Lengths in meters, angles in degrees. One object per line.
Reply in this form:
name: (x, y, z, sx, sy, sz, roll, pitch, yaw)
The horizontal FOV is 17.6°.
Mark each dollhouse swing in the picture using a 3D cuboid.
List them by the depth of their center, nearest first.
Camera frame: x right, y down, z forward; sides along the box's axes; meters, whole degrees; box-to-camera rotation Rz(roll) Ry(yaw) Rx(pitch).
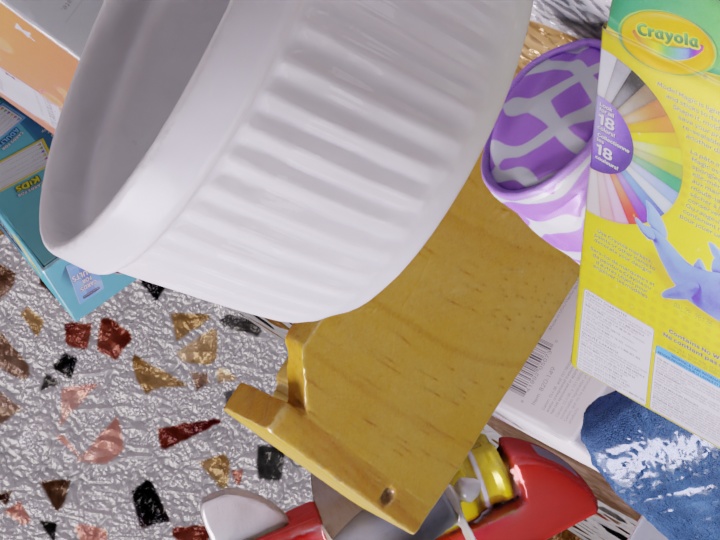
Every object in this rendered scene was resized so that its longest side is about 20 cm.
dollhouse swing: (0.000, 0.000, 1.192, 0.176, 0.200, 0.182, 26, 171, 45)

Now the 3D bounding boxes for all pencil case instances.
pencil case: (0.137, -0.014, 0.966, 0.200, 0.084, 0.085, 39, 168, -30)

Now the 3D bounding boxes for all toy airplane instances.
toy airplane: (0.007, 0.123, 1.305, 0.200, 0.142, 0.199, 11, -161, 36)

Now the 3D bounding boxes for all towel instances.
towel: (0.194, 0.060, 0.937, 0.200, 0.049, 0.112, -26, 129, 36)

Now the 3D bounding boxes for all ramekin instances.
ramekin: (-0.023, -0.078, 0.824, 0.105, 0.201, 0.200, 24, 176, -19)

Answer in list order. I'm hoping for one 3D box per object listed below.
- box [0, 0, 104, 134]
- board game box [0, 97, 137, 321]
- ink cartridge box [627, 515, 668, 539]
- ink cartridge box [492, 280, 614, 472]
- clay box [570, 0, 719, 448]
box: (-0.118, -0.126, 1.125, 0.200, 0.106, 0.152, 36, 164, -5)
board game box: (-0.149, -0.078, 1.308, 0.200, 0.151, 0.047, 45, 167, 44)
ink cartridge box: (0.205, 0.135, 1.316, 0.043, 0.174, 0.200, 26, 170, 41)
ink cartridge box: (0.091, 0.022, 1.282, 0.200, 0.117, 0.067, 27, 174, 44)
clay box: (0.138, -0.020, 0.827, 0.115, 0.048, 0.200, 29, 141, 25)
